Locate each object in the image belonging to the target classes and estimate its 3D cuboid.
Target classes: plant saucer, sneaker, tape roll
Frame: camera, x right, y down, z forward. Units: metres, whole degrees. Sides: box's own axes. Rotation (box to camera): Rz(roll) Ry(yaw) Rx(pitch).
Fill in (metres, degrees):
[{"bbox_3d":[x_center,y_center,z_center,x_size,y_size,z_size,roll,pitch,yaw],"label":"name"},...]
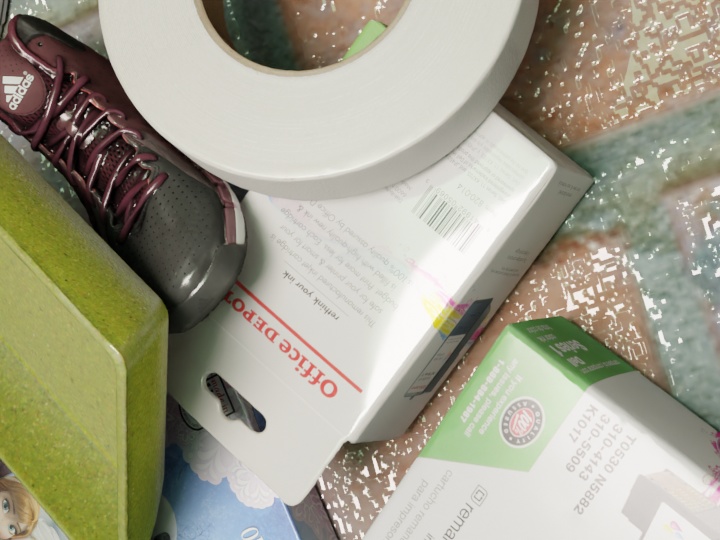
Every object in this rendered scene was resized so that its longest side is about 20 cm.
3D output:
[{"bbox_3d":[-0.152,0.027,0.815,0.200,0.048,0.200,43,149,25],"label":"plant saucer"},{"bbox_3d":[-0.132,-0.053,0.811,0.076,0.115,0.200,-49,38,11],"label":"sneaker"},{"bbox_3d":[-0.019,-0.133,0.778,0.202,0.037,0.203,-3,77,15],"label":"tape roll"}]

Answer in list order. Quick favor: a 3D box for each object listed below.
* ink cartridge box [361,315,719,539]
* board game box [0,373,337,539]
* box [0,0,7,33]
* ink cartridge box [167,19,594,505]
[{"bbox_3d":[0.115,0.136,0.760,0.200,0.084,0.145,38,104,19],"label":"ink cartridge box"},{"bbox_3d":[-0.100,0.175,0.879,0.199,0.043,0.200,-29,78,20],"label":"board game box"},{"bbox_3d":[-0.292,-0.150,0.956,0.200,0.060,0.117,15,96,23],"label":"box"},{"bbox_3d":[0.000,0.000,0.817,0.117,0.067,0.200,41,102,19],"label":"ink cartridge box"}]
